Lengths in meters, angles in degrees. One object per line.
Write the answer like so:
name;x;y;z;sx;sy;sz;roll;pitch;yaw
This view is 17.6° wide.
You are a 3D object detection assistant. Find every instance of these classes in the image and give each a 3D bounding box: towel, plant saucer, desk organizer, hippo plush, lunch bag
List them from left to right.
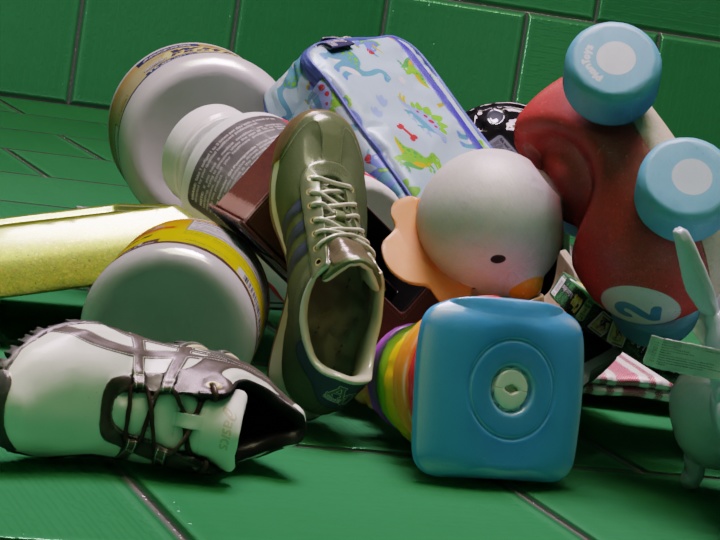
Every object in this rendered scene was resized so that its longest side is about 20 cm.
plant saucer;-0.214;-0.017;1.678;0.199;0.048;0.200;-7;5;-23
desk organizer;0.000;0.000;1.567;0.200;0.077;0.072;44;-7;-22
lunch bag;0.030;-0.091;1.812;0.160;0.082;0.200;-10;61;-52
towel;0.153;0.076;1.770;0.199;0.030;0.146;5;8;-11
hippo plush;0.241;0.100;1.408;0.199;0.160;0.161;19;-22;-6

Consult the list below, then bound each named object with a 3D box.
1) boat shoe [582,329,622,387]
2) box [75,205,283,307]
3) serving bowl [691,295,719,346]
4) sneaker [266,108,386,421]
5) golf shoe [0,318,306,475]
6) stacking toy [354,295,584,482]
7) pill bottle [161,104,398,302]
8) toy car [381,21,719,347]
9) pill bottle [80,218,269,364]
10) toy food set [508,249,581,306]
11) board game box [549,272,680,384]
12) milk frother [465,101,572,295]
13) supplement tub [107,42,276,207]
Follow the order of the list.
boat shoe;0.130;0.062;1.601;0.060;0.076;0.200;50;13;6
box;-0.128;-0.010;1.937;0.199;0.060;0.116;2;10;-40
serving bowl;0.291;0.060;1.594;0.200;0.066;0.200;37;4;-3
sneaker;-0.013;-0.008;1.464;0.067;0.201;0.090;7;-11;-24
golf shoe;-0.114;0.072;1.282;0.094;0.078;0.200;16;12;43
stacking toy;0.046;0.071;1.467;0.116;0.110;0.200;5;-3;-26
pill bottle;-0.063;-0.050;1.710;0.110;0.111;0.200;3;22;-39
toy car;0.113;-0.024;1.474;0.199;0.177;0.185;-24;-24;-11
pill bottle;-0.115;0.026;1.499;0.109;0.110;0.200;9;7;0
toy food set;0.063;0.024;1.726;0.199;0.061;0.144;-12;7;1
board game box;0.225;0.070;1.616;0.200;0.024;0.105;32;8;-8
milk frother;0.095;-0.007;1.958;0.199;0.181;0.188;-19;-28;-4
supplement tub;-0.133;-0.113;1.914;0.144;0.145;0.200;7;8;-12
